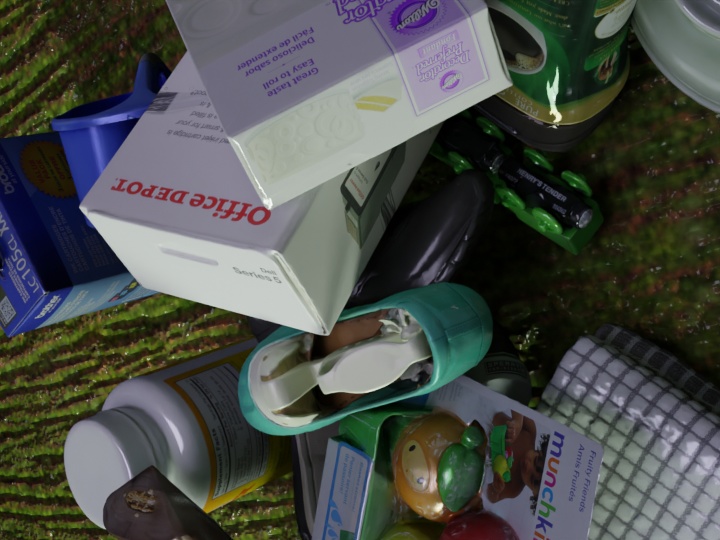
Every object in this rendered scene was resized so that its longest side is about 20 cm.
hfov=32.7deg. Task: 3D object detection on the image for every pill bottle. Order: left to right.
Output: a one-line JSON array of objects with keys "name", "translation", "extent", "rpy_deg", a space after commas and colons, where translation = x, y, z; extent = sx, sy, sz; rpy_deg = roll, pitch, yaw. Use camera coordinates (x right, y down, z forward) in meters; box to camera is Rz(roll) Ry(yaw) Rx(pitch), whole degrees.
[{"name": "pill bottle", "translation": [-0.113, 0.117, 0.897], "extent": [0.109, 0.199, 0.110], "rpy_deg": [13, 110, 39]}]

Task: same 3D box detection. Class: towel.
[{"name": "towel", "translation": [0.171, 0.154, 0.739], "extent": [0.165, 0.085, 0.201], "rpy_deg": [34, 121, 28]}]

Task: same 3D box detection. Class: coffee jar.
[{"name": "coffee jar", "translation": [0.106, -0.159, 0.660], "extent": [0.104, 0.085, 0.201], "rpy_deg": [39, 152, 21]}]

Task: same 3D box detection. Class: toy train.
[{"name": "toy train", "translation": [0.071, -0.075, 0.779], "extent": [0.200, 0.056, 0.042], "rpy_deg": [37, 84, 33]}]

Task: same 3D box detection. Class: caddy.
[{"name": "caddy", "translation": [-0.139, -0.102, 0.871], "extent": [0.140, 0.200, 0.106], "rpy_deg": [-13, 103, 0]}]

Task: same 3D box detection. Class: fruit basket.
[{"name": "fruit basket", "translation": [0.050, 0.156, 0.711], "extent": [0.200, 0.093, 0.187], "rpy_deg": [27, 109, 59]}]

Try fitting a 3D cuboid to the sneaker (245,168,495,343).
[{"name": "sneaker", "translation": [0.000, 0.000, 0.756], "extent": [0.091, 0.076, 0.200], "rpy_deg": [45, 118, -3]}]

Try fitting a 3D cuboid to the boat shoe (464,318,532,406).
[{"name": "boat shoe", "translation": [0.057, 0.114, 0.847], "extent": [0.201, 0.068, 0.057], "rpy_deg": [-58, 31, 38]}]

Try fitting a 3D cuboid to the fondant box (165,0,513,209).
[{"name": "fondant box", "translation": [-0.025, -0.142, 0.672], "extent": [0.201, 0.143, 0.058], "rpy_deg": [63, 179, 43]}]

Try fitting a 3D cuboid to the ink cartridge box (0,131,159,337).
[{"name": "ink cartridge box", "translation": [-0.237, -0.035, 0.963], "extent": [0.076, 0.199, 0.137], "rpy_deg": [-40, 76, 40]}]

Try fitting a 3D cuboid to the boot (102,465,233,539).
[{"name": "boot", "translation": [-0.062, 0.207, 0.758], "extent": [0.186, 0.064, 0.201], "rpy_deg": [3, 135, 50]}]

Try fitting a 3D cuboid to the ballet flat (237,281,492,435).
[{"name": "ballet flat", "translation": [-0.017, 0.055, 0.710], "extent": [0.199, 0.070, 0.068], "rpy_deg": [-23, 86, 36]}]

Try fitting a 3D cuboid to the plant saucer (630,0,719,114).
[{"name": "plant saucer", "translation": [0.212, -0.173, 0.632], "extent": [0.199, 0.050, 0.202], "rpy_deg": [13, 110, 39]}]

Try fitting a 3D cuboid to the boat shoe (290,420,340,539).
[{"name": "boat shoe", "translation": [-0.026, 0.110, 0.873], "extent": [0.063, 0.072, 0.202], "rpy_deg": [126, 146, -55]}]

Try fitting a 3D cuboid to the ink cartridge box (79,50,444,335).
[{"name": "ink cartridge box", "translation": [-0.047, -0.076, 0.727], "extent": [0.144, 0.201, 0.084], "rpy_deg": [12, 150, 31]}]
